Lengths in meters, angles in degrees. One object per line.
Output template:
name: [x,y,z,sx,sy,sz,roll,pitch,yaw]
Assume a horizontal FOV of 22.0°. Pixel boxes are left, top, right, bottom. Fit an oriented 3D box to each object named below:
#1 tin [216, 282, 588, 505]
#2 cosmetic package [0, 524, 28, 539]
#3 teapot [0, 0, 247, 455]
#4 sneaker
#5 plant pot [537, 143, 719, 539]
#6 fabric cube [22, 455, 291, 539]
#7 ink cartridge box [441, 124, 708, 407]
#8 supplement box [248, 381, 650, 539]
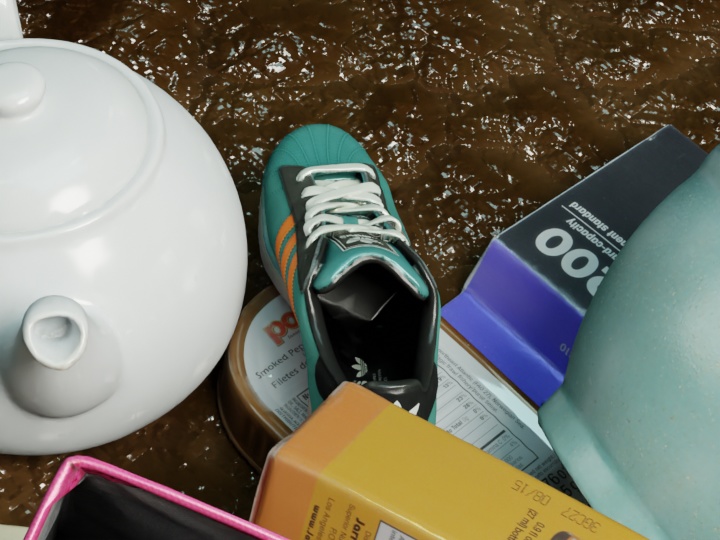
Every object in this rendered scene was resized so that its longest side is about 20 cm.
tin: [0.022,0.077,0.827,0.112,0.042,0.200,-31,63,-35]
cosmetic package: [-0.120,0.158,0.700,0.199,0.073,0.104,7,48,-9]
teapot: [-0.141,-0.032,0.794,0.199,0.147,0.198,24,52,21]
sneaker: [0.000,0.000,0.808,0.071,0.080,0.201,-4,51,-14]
plant pot: [0.157,0.065,0.748,0.134,0.200,0.201,-37,59,7]
fabric cube: [-0.042,0.192,0.545,0.195,0.199,0.201,24,72,-6]
ink cartridge box: [0.157,0.036,0.894,0.200,0.044,0.198,-34,64,-33]
supplement box: [0.058,0.120,0.678,0.199,0.069,0.067,25,32,18]
